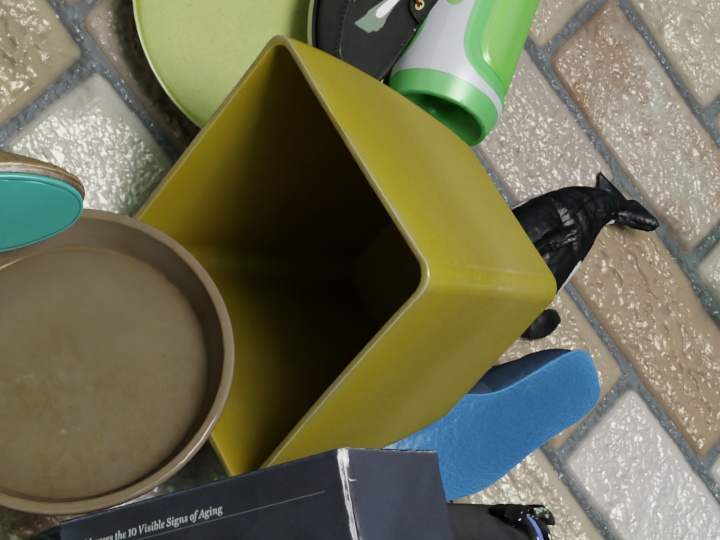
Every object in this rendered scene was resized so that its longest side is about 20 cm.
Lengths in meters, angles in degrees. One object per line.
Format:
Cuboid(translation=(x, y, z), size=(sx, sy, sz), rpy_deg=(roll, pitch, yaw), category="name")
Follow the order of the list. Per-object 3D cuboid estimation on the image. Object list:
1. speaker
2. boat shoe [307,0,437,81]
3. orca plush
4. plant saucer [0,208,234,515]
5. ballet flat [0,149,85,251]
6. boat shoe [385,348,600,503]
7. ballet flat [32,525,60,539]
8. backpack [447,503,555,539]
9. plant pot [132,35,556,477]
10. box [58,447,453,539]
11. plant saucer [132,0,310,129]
Cuboid(translation=(0.084, -0.189, 1.597), size=(0.088, 0.088, 0.200), rpy_deg=(32, 64, -24), category="speaker")
Cuboid(translation=(0.023, -0.205, 1.539), size=(0.074, 0.063, 0.202), rpy_deg=(36, 64, -25), category="boat shoe")
Cuboid(translation=(0.143, -0.011, 1.606), size=(0.200, 0.071, 0.105), rpy_deg=(-18, 90, -35), category="orca plush")
Cuboid(translation=(-0.175, 0.056, 1.355), size=(0.200, 0.029, 0.200), rpy_deg=(1, 63, -1), category="plant saucer")
Cuboid(translation=(-0.266, -0.040, 1.343), size=(0.200, 0.072, 0.068), rpy_deg=(-17, 134, -23), category="ballet flat")
Cuboid(translation=(0.076, 0.110, 1.543), size=(0.200, 0.069, 0.084), rpy_deg=(-16, 98, -35), category="boat shoe")
Cuboid(translation=(-0.143, 0.247, 1.367), size=(0.074, 0.074, 0.200), rpy_deg=(-16, 91, -35), category="ballet flat")
Cuboid(translation=(0.034, 0.247, 1.421), size=(0.147, 0.183, 0.201), rpy_deg=(2, 83, -12), category="backpack")
Cuboid(translation=(0.000, 0.000, 1.414), size=(0.176, 0.200, 0.200), rpy_deg=(4, 45, -46), category="plant pot")
Cuboid(translation=(-0.048, 0.217, 1.289), size=(0.124, 0.200, 0.197), rpy_deg=(7, 69, -61), category="box")
Cuboid(translation=(-0.071, -0.170, 1.523), size=(0.200, 0.031, 0.200), rpy_deg=(8, 75, -33), category="plant saucer")
